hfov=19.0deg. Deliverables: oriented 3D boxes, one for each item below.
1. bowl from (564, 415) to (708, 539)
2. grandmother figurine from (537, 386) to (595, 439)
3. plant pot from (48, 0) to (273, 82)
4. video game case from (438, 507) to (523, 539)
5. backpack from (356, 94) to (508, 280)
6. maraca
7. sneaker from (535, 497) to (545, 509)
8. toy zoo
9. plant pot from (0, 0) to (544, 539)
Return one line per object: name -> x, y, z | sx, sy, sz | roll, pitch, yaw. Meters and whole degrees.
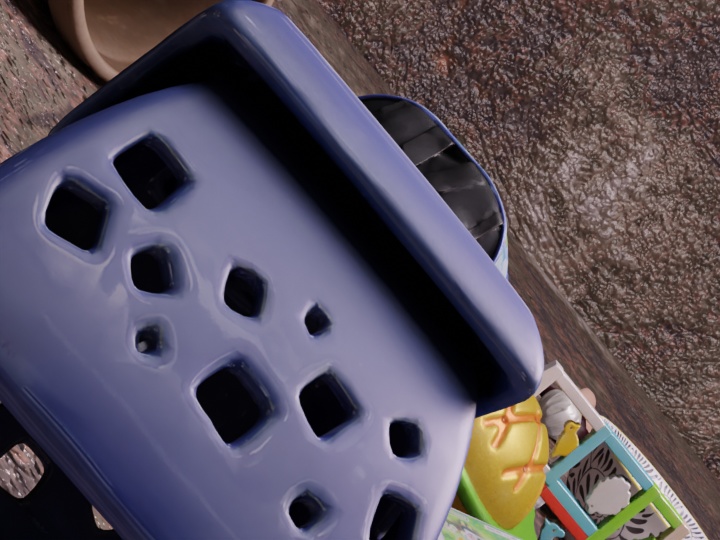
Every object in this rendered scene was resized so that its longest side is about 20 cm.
bowl -> 0.246, 0.241, 1.976 | 0.201, 0.094, 0.201 | 50, 9, -11
grandmother figurine -> 0.223, 0.153, 2.327 | 0.121, 0.061, 0.200 | 44, 5, 9
plant pot -> -0.184, -0.258, 1.630 | 0.174, 0.201, 0.200 | 35, -2, 37
video game case -> 0.116, 0.229, 1.418 | 0.199, 0.022, 0.182 | 26, 19, -22
backpack -> -0.011, 0.001, 1.324 | 0.183, 0.199, 0.147 | 54, -7, 25
maraca -> 0.091, 0.143, 1.588 | 0.201, 0.106, 0.137 | 66, 23, -17
sneaker -> 0.126, 0.149, 1.860 | 0.107, 0.075, 0.200 | 55, 18, -3
toy zoo -> 0.145, 0.164, 1.668 | 0.200, 0.131, 0.020 | 50, 8, -4
plant pot -> -0.066, 0.033, 0.754 | 0.200, 0.180, 0.200 | 48, -29, -10
